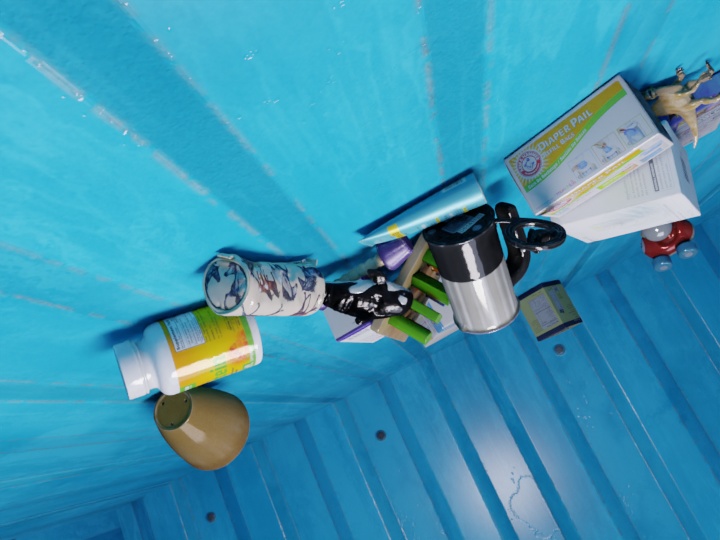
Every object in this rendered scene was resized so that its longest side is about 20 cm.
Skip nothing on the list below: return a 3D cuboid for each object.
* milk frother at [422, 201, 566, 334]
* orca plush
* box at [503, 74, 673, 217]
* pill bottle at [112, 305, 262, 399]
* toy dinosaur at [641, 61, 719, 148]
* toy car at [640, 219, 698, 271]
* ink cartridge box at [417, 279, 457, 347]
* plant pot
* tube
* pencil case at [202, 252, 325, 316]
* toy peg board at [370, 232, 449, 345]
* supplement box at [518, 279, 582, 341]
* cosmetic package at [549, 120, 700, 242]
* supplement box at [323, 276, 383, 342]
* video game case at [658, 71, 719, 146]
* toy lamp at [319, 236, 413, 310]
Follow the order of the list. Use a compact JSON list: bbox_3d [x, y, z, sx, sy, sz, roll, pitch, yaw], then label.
[{"bbox_3d":[0.222,0.001,0.907,0.180,0.200,0.189,-28,122,-4],"label":"milk frother"},{"bbox_3d":[-0.005,0.051,0.951,0.199,0.071,0.105,21,129,-23],"label":"orca plush"},{"bbox_3d":[0.335,-0.175,0.860,0.200,0.102,0.112,-37,160,34],"label":"box"},{"bbox_3d":[-0.259,0.121,0.874,0.199,0.112,0.111,-17,162,-25],"label":"pill bottle"},{"bbox_3d":[0.511,-0.269,0.906,0.199,0.059,0.101,15,145,-36],"label":"toy dinosaur"},{"bbox_3d":[0.996,-0.129,1.950,0.199,0.185,0.177,19,142,-26],"label":"toy car"},{"bbox_3d":[0.190,0.088,1.392,0.125,0.129,0.200,-26,164,-17],"label":"ink cartridge box"},{"bbox_3d":[-0.374,0.339,1.307,0.185,0.187,0.200,-25,150,-1],"label":"plant pot"},{"bbox_3d":[0.094,-0.085,0.893,0.199,0.051,0.077,-25,165,15],"label":"tube"},{"bbox_3d":[-0.132,0.021,0.822,0.077,0.090,0.200,-2,176,29],"label":"pencil case"},{"bbox_3d":[0.133,0.057,1.103,0.201,0.097,0.199,-61,158,-1],"label":"toy peg board"},{"bbox_3d":[0.781,0.164,2.390,0.199,0.201,0.134,-6,155,-49],"label":"supplement box"},{"bbox_3d":[0.441,-0.137,0.980,0.199,0.124,0.199,-14,167,36],"label":"cosmetic package"},{"bbox_3d":[0.012,0.081,1.171,0.101,0.104,0.200,-31,162,15],"label":"supplement box"},{"bbox_3d":[0.552,-0.253,1.040,0.199,0.046,0.181,-29,163,13],"label":"video game case"},{"bbox_3d":[0.000,0.000,0.992,0.199,0.059,0.058,-29,163,21],"label":"toy lamp"}]
